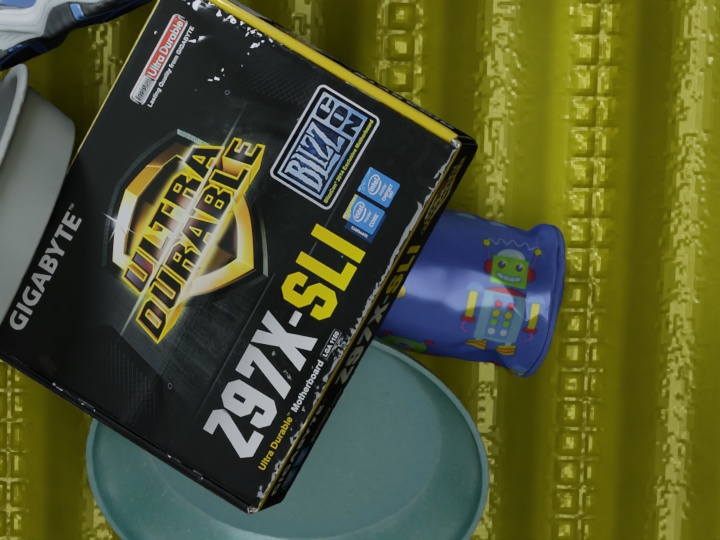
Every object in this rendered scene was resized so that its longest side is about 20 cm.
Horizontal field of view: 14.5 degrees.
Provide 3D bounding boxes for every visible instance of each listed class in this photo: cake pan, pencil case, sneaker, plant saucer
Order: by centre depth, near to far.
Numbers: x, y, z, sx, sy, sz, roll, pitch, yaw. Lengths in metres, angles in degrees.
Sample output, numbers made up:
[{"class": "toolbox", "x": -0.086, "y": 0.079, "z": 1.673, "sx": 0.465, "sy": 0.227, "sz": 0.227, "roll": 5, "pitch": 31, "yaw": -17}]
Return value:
[{"class": "cake pan", "x": -0.189, "y": -0.001, "z": 1.328, "sx": 0.037, "sy": 0.200, "sz": 0.200, "roll": 27, "pitch": 98, "yaw": -14}, {"class": "sneaker", "x": -0.145, "y": -0.149, "z": 1.336, "sx": 0.200, "sy": 0.076, "sz": 0.077, "roll": -20, "pitch": 92, "yaw": 30}, {"class": "pencil case", "x": 0.000, "y": 0.000, "z": 1.401, "sx": 0.200, "sy": 0.087, "sz": 0.078, "roll": 10, "pitch": 74, "yaw": -7}, {"class": "plant saucer", "x": -0.035, "y": 0.089, "z": 1.402, "sx": 0.200, "sy": 0.036, "sz": 0.200, "roll": 3, "pitch": 130, "yaw": 3}]

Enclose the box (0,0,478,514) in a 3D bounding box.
[{"class": "box", "x": -0.062, "y": -0.013, "z": 1.303, "sx": 0.160, "sy": 0.049, "sz": 0.200, "roll": 31, "pitch": 98, "yaw": 10}]
